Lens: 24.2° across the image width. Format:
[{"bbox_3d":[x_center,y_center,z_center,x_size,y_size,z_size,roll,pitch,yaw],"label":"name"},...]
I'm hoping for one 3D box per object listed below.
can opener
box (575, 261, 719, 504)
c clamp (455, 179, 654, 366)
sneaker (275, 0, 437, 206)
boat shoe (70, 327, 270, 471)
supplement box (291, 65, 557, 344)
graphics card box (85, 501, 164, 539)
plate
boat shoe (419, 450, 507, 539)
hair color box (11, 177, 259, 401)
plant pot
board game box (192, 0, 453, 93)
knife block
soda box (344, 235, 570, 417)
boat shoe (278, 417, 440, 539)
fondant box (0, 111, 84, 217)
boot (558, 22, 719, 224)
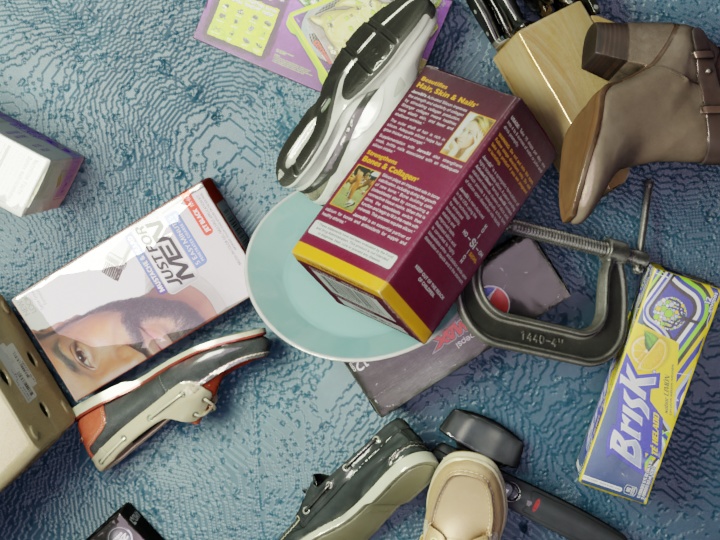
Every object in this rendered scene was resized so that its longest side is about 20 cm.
[{"bbox_3d":[0.150,0.201,1.496,0.200,0.063,0.079,32,97,-1],"label":"can opener"},{"bbox_3d":[0.251,0.097,1.476,0.064,0.070,0.200,18,97,3],"label":"box"},{"bbox_3d":[0.165,-0.005,1.432,0.200,0.027,0.171,7,79,-28],"label":"c clamp"},{"bbox_3d":[0.025,-0.134,1.447,0.115,0.076,0.201,30,102,-30],"label":"sneaker"},{"bbox_3d":[-0.163,0.111,1.495,0.200,0.071,0.063,-27,79,11],"label":"boat shoe"},{"bbox_3d":[0.054,-0.056,1.374,0.110,0.086,0.200,25,74,42],"label":"supplement box"},{"bbox_3d":[-0.192,0.326,1.533,0.125,0.051,0.200,-41,92,6],"label":"graphics card box"},{"bbox_3d":[0.000,0.000,1.452,0.200,0.026,0.200,-1,55,2],"label":"plate"},{"bbox_3d":[0.085,0.250,1.464,0.074,0.069,0.200,8,123,7],"label":"boat shoe"},{"bbox_3d":[-0.192,0.016,1.493,0.200,0.064,0.111,-32,95,7],"label":"hair color box"},{"bbox_3d":[-0.364,0.125,1.442,0.177,0.200,0.200,-30,94,7],"label":"plant pot"},{"bbox_3d":[-0.033,-0.220,1.477,0.200,0.032,0.120,23,101,-1],"label":"board game box"},{"bbox_3d":[0.153,-0.173,1.423,0.175,0.064,0.200,18,72,-10],"label":"knife block"},{"bbox_3d":[0.083,0.045,1.482,0.200,0.063,0.071,-33,94,6],"label":"soda box"},{"bbox_3d":[-0.017,0.202,1.501,0.199,0.074,0.066,-45,55,28],"label":"boat shoe"},{"bbox_3d":[-0.349,-0.119,1.444,0.200,0.144,0.058,29,96,-1],"label":"fondant box"},{"bbox_3d":[0.244,-0.114,1.364,0.146,0.070,0.200,16,73,-14],"label":"boot"}]
